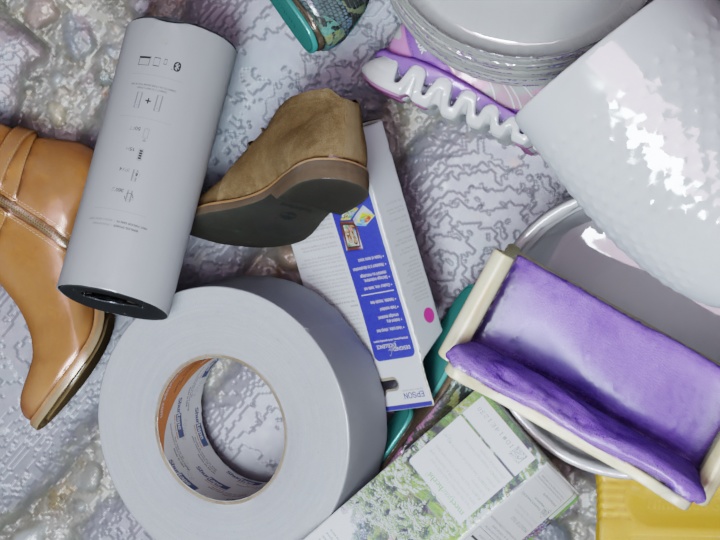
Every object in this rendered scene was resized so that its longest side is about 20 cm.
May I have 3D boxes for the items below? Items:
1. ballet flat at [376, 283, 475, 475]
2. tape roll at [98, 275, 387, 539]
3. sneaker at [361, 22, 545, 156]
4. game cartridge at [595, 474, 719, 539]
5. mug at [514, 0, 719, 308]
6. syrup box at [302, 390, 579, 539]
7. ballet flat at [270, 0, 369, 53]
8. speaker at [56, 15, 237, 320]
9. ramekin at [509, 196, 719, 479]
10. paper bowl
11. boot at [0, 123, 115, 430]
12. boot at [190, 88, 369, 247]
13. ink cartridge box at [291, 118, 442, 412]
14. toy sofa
[{"bbox_3d":[0.060,0.102,1.632,0.071,0.069,0.200,27,105,-15],"label":"ballet flat"},{"bbox_3d":[-0.084,0.106,1.619,0.200,0.066,0.201,3,98,25],"label":"tape roll"},{"bbox_3d":[0.105,-0.131,1.586,0.200,0.080,0.089,23,90,4],"label":"sneaker"},{"bbox_3d":[0.250,0.230,1.589,0.176,0.032,0.201,1,78,-1],"label":"game cartridge"},{"bbox_3d":[0.227,-0.087,1.441,0.200,0.148,0.175,-38,87,1],"label":"mug"},{"bbox_3d":[0.042,0.181,1.570,0.200,0.081,0.079,-42,58,2],"label":"syrup box"},{"bbox_3d":[-0.067,-0.244,1.605,0.074,0.074,0.200,-37,93,11],"label":"ballet flat"},{"bbox_3d":[-0.147,-0.069,1.589,0.081,0.081,0.201,11,76,6],"label":"speaker"},{"bbox_3d":[0.189,0.035,1.578,0.200,0.105,0.201,1,98,9],"label":"ramekin"},{"bbox_3d":[0.110,-0.231,1.522,0.200,0.104,0.201,-1,76,2],"label":"paper bowl"},{"bbox_3d":[-0.244,-0.001,1.652,0.154,0.074,0.200,24,87,1],"label":"boot"},{"bbox_3d":[-0.057,-0.066,1.591,0.073,0.200,0.076,15,67,-33],"label":"boot"},{"bbox_3d":[0.000,0.000,1.613,0.095,0.037,0.201,-11,95,45],"label":"ink cartridge box"},{"bbox_3d":[0.156,0.067,1.485,0.200,0.098,0.083,30,101,4],"label":"toy sofa"}]
